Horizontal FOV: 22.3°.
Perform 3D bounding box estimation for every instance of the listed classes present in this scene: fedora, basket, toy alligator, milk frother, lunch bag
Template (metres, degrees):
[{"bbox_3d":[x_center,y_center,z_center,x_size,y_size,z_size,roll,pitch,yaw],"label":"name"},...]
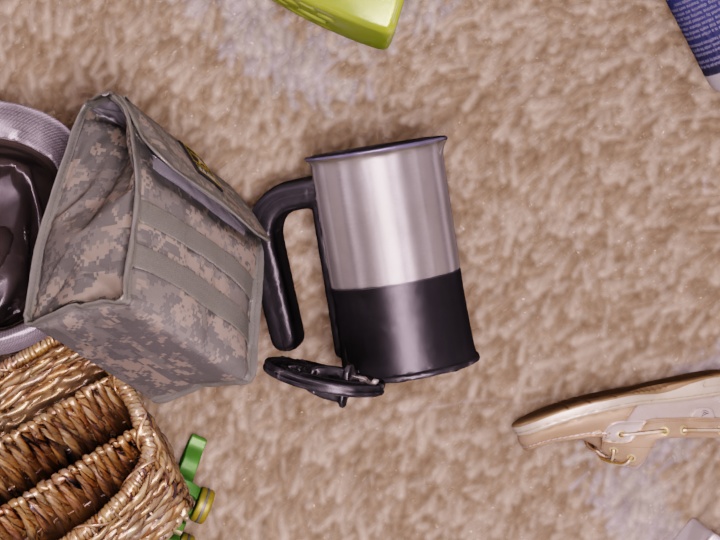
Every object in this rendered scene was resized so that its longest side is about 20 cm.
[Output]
[{"bbox_3d":[-0.294,-0.030,1.455,0.176,0.090,0.201,6,87,-9],"label":"fedora"},{"bbox_3d":[-0.251,0.164,1.429,0.199,0.143,0.149,-28,126,-4],"label":"basket"},{"bbox_3d":[-0.172,0.232,1.511,0.059,0.054,0.201,24,91,-8],"label":"toy alligator"},{"bbox_3d":[0.000,0.000,1.443,0.180,0.200,0.189,-10,95,-4],"label":"milk frother"},{"bbox_3d":[-0.155,-0.023,1.400,0.117,0.164,0.201,-14,57,29],"label":"lunch bag"}]

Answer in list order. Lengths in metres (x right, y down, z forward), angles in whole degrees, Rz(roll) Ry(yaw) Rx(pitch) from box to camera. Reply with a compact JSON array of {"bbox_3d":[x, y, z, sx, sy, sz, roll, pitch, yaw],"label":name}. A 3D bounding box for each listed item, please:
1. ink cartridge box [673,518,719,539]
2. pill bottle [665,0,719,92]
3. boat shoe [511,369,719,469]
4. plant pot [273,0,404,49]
[{"bbox_3d":[0.332,0.325,1.578,0.200,0.067,0.117,41,89,-7],"label":"ink cartridge box"},{"bbox_3d":[0.319,-0.217,1.511,0.111,0.111,0.201,-29,98,-4],"label":"pill bottle"},{"bbox_3d":[0.229,0.134,1.546,0.199,0.074,0.070,-11,90,-7],"label":"boat shoe"},{"bbox_3d":[-0.035,-0.294,1.421,0.181,0.200,0.200,17,93,-3],"label":"plant pot"}]
